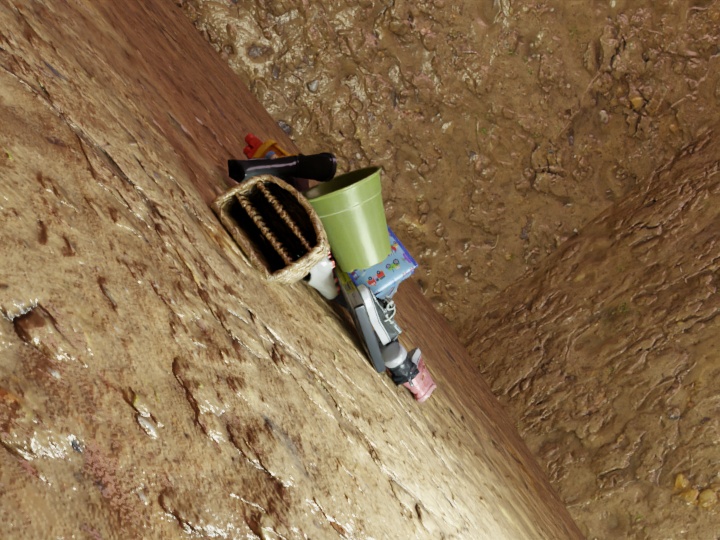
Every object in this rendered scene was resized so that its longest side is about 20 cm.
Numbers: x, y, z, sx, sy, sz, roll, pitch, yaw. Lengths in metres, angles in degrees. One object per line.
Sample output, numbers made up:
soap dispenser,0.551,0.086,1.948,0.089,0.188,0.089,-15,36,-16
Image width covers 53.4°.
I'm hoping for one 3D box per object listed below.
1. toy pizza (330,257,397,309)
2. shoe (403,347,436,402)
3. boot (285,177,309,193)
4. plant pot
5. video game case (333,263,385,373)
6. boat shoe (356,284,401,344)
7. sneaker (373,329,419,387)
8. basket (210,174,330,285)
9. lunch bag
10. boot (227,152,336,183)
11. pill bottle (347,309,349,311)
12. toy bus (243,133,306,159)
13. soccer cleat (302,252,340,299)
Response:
toy pizza,0.000,0.000,1.760,0.201,0.200,0.032,52,-8,2
shoe,0.144,0.270,1.849,0.091,0.071,0.200,52,12,-5
boot,-0.194,-0.183,1.664,0.198,0.073,0.167,15,35,-29
plant pot,-0.017,-0.105,1.577,0.200,0.198,0.192,-102,171,-75
video game case,-0.003,0.106,1.630,0.181,0.025,0.201,-119,-171,-54
boat shoe,0.048,0.093,1.625,0.200,0.068,0.074,63,-3,-41
sneaker,0.081,0.211,1.734,0.114,0.075,0.200,59,0,-22
basket,-0.159,-0.088,1.367,0.201,0.142,0.149,53,6,11
lunch bag,0.017,-0.043,1.709,0.201,0.150,0.094,56,-9,8
boot,-0.174,-0.226,1.578,0.164,0.198,0.066,4,-83,56
pill bottle,0.031,0.015,1.839,0.113,0.200,0.112,50,6,-7
toy bus,-0.228,-0.279,1.861,0.192,0.136,0.200,43,-6,-12
soccer cleat,-0.094,0.013,1.618,0.200,0.077,0.070,82,-14,-64
